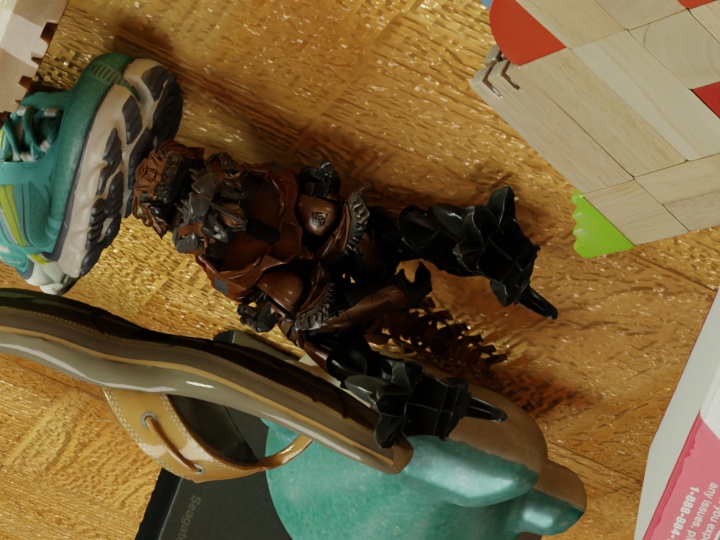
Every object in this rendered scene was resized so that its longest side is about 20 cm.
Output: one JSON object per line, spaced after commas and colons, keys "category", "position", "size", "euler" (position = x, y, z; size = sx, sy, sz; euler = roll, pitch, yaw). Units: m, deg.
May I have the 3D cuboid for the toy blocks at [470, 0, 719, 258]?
{"category": "toy blocks", "position": [0.087, -0.079, 0.670], "size": [0.137, 0.100, 0.200], "euler": [41, 153, -21]}

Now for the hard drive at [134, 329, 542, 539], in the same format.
{"category": "hard drive", "position": [-0.010, 0.135, 1.219], "size": [0.200, 0.140, 0.033], "euler": [29, 159, -23]}

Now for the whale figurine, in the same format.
{"category": "whale figurine", "position": [0.021, 0.094, 1.100], "size": [0.159, 0.104, 0.200], "euler": [22, 174, -7]}

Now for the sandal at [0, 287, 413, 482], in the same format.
{"category": "sandal", "position": [-0.075, 0.053, 0.987], "size": [0.199, 0.054, 0.080], "euler": [15, -176, 10]}

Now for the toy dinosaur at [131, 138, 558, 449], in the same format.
{"category": "toy dinosaur", "position": [0.000, 0.000, 0.974], "size": [0.200, 0.103, 0.135], "euler": [0, -165, -46]}

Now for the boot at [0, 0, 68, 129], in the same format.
{"category": "boot", "position": [-0.174, -0.073, 0.885], "size": [0.107, 0.075, 0.200], "euler": [24, 134, -10]}

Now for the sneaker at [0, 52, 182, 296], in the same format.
{"category": "sneaker", "position": [-0.127, -0.040, 0.982], "size": [0.079, 0.078, 0.200], "euler": [33, 158, -9]}

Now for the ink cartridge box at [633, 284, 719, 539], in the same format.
{"category": "ink cartridge box", "position": [0.207, 0.061, 0.813], "size": [0.199, 0.083, 0.146], "euler": [19, 123, 1]}
